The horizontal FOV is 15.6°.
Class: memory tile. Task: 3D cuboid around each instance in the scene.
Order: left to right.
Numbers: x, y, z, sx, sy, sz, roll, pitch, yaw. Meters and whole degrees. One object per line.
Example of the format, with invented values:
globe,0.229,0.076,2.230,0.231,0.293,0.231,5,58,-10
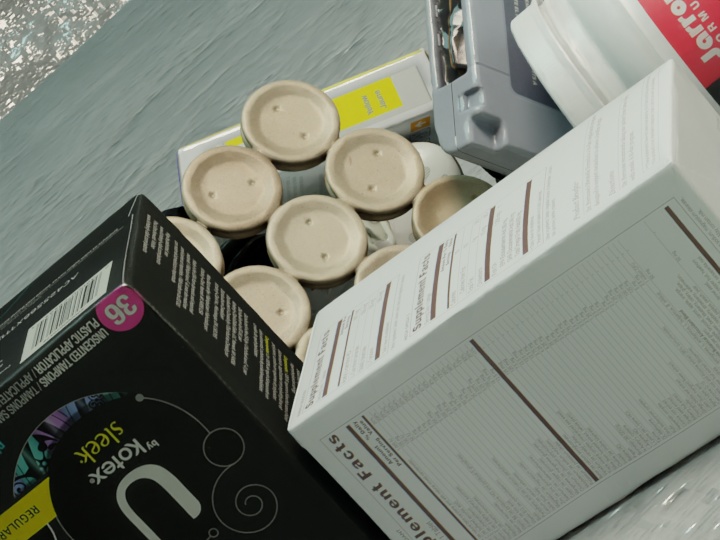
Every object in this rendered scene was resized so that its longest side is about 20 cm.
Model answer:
memory tile,0.000,0.000,1.267,0.153,0.200,0.017,-53,-14,-28

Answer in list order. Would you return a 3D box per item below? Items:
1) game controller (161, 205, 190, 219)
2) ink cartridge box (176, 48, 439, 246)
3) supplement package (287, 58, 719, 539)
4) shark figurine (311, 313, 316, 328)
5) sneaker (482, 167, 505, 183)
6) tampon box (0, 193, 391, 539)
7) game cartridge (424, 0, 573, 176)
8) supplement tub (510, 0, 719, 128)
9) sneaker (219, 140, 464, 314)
game controller,-0.108,0.068,1.354,0.104,0.042,0.200,-63,-16,-66
ink cartridge box,-0.050,-0.037,1.472,0.200,0.047,0.198,-20,-15,-7
supplement package,0.083,0.026,1.101,0.200,0.114,0.110,-35,18,21
shark figurine,0.018,0.038,1.290,0.214,0.090,0.128,-42,16,5
sneaker,0.103,-0.103,1.497,0.099,0.071,0.200,-33,21,12
tampon box,-0.086,0.099,1.149,0.150,0.200,0.126,-39,15,12
game cartridge,0.089,-0.132,1.341,0.042,0.133,0.200,-25,58,38
supplement tub,0.185,-0.130,1.235,0.200,0.140,0.140,-38,15,12
sneaker,-0.013,-0.003,1.339,0.201,0.076,0.115,-48,-15,-17
